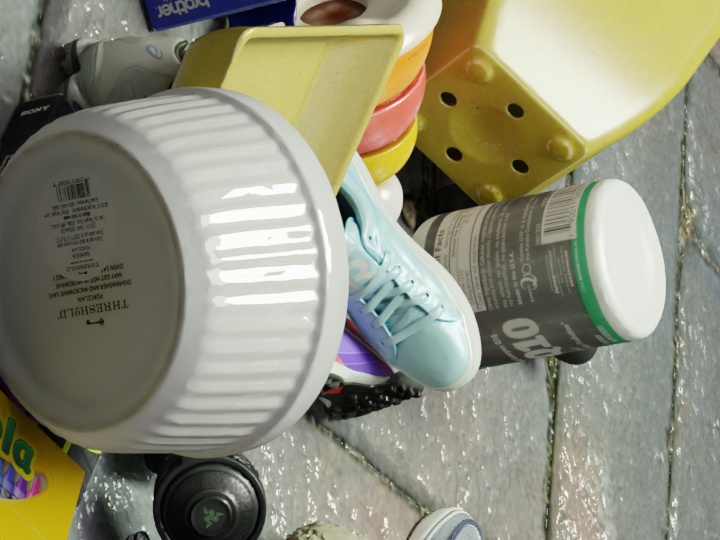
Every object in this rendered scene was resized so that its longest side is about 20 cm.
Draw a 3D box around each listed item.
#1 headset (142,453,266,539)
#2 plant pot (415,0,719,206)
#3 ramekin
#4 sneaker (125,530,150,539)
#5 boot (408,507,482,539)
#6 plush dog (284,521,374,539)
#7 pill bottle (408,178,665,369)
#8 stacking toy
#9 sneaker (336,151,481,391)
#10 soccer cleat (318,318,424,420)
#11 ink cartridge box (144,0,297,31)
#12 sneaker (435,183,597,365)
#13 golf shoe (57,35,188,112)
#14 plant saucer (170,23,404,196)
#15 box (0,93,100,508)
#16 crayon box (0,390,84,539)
[{"bbox_3d":[-0.082,0.108,1.473,0.124,0.094,0.200,-111,-179,-46],"label":"headset"},{"bbox_3d":[0.125,-0.159,1.832,0.194,0.195,0.200,42,47,-13],"label":"plant pot"},{"bbox_3d":[-0.114,0.004,1.327,0.105,0.200,0.201,-5,84,-49],"label":"ramekin"},{"bbox_3d":[-0.129,0.241,1.404,0.114,0.075,0.200,57,30,-33],"label":"sneaker"},{"bbox_3d":[0.071,0.237,1.738,0.073,0.090,0.200,61,34,-28],"label":"boot"},{"bbox_3d":[-0.004,0.235,1.576,0.200,0.160,0.172,23,37,-56],"label":"plush dog"},{"bbox_3d":[0.102,0.008,1.761,0.113,0.199,0.114,29,56,-53],"label":"pill bottle"},{"bbox_3d":[-0.008,-0.105,1.719,0.146,0.145,0.201,-62,151,-48],"label":"stacking toy"},{"bbox_3d":[0.000,0.000,1.627,0.200,0.074,0.082,52,22,3],"label":"sneaker"},{"bbox_3d":[-0.020,0.054,1.673,0.200,0.068,0.074,15,56,-58],"label":"soccer cleat"},{"bbox_3d":[-0.080,-0.235,1.588,0.076,0.136,0.201,-35,111,-57],"label":"ink cartridge box"},{"bbox_3d":[0.112,0.021,1.920,0.200,0.076,0.091,43,51,-34],"label":"sneaker"},{"bbox_3d":[-0.097,-0.084,1.548,0.200,0.097,0.079,34,49,-54],"label":"golf shoe"},{"bbox_3d":[-0.072,-0.065,1.485,0.200,0.048,0.201,-10,128,-61],"label":"plant saucer"},{"bbox_3d":[-0.177,0.017,1.434,0.143,0.036,0.200,56,35,-35],"label":"box"},{"bbox_3d":[-0.233,0.124,1.271,0.200,0.058,0.173,50,40,-40],"label":"crayon box"}]
